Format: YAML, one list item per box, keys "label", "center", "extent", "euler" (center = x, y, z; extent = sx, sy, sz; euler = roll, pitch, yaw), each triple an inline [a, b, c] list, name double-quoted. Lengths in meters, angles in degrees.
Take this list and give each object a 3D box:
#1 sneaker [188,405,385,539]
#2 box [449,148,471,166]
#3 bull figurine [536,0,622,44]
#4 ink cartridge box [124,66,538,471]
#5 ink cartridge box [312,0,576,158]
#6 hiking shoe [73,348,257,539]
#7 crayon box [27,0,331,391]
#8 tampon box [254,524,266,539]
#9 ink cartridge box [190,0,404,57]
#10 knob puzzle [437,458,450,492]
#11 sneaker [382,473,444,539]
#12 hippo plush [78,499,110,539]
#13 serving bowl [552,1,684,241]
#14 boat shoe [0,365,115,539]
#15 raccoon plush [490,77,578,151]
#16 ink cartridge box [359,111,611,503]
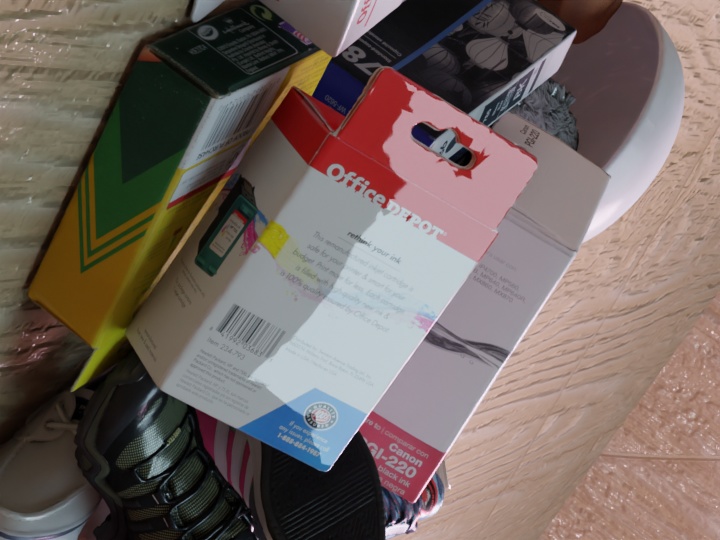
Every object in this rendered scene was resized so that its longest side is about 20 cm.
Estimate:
- label: "sneaker"
  center: [-0.052, 0.118, 1.521]
  extent: [0.084, 0.200, 0.121]
  euler: [-14, 153, -20]
- label: "box"
  center: [0.000, 0.000, 1.669]
  extent: [0.137, 0.038, 0.200]
  euler: [-41, 163, -40]
- label: "bull figurine"
  center: [0.167, -0.230, 1.739]
  extent: [0.121, 0.065, 0.200]
  euler: [-51, 173, -34]
- label: "ink cartridge box"
  center: [-0.014, -0.010, 1.361]
  extent: [0.116, 0.067, 0.200]
  euler: [29, 102, -31]
- label: "ink cartridge box"
  center: [0.032, -0.114, 1.522]
  extent: [0.200, 0.099, 0.039]
  euler: [-41, 162, -43]
- label: "hiking shoe"
  center: [-0.095, 0.122, 1.448]
  extent: [0.076, 0.101, 0.200]
  euler: [-49, 153, -37]
- label: "crayon box"
  center: [-0.098, -0.041, 1.381]
  extent: [0.127, 0.051, 0.200]
  euler: [-32, 155, -56]
- label: "tampon box"
  center: [-0.093, 0.203, 1.856]
  extent: [0.150, 0.126, 0.200]
  euler: [-30, 154, -57]
- label: "ink cartridge box"
  center: [0.010, -0.188, 1.329]
  extent: [0.200, 0.067, 0.116]
  euler: [-42, 164, -37]
- label: "knob puzzle"
  center: [0.052, 0.061, 1.856]
  extent: [0.030, 0.220, 0.220]
  euler: [-8, 161, -1]
- label: "sneaker"
  center: [0.007, 0.131, 1.662]
  extent: [0.200, 0.095, 0.079]
  euler: [-96, -170, -80]
- label: "hippo plush"
  center: [-0.094, 0.169, 1.660]
  extent: [0.161, 0.159, 0.200]
  euler: [-51, 179, -31]
- label: "serving bowl"
  center: [0.147, -0.085, 1.804]
  extent: [0.200, 0.066, 0.200]
  euler: [-36, -149, 27]
- label: "boat shoe"
  center: [-0.158, 0.099, 1.503]
  extent: [0.200, 0.072, 0.066]
  euler: [-33, 152, -56]
- label: "raccoon plush"
  center: [0.059, -0.116, 1.716]
  extent: [0.097, 0.134, 0.200]
  euler: [-33, 122, -39]
- label: "ink cartridge box"
  center: [0.060, 0.020, 1.604]
  extent: [0.200, 0.085, 0.146]
  euler: [-60, 179, 25]
